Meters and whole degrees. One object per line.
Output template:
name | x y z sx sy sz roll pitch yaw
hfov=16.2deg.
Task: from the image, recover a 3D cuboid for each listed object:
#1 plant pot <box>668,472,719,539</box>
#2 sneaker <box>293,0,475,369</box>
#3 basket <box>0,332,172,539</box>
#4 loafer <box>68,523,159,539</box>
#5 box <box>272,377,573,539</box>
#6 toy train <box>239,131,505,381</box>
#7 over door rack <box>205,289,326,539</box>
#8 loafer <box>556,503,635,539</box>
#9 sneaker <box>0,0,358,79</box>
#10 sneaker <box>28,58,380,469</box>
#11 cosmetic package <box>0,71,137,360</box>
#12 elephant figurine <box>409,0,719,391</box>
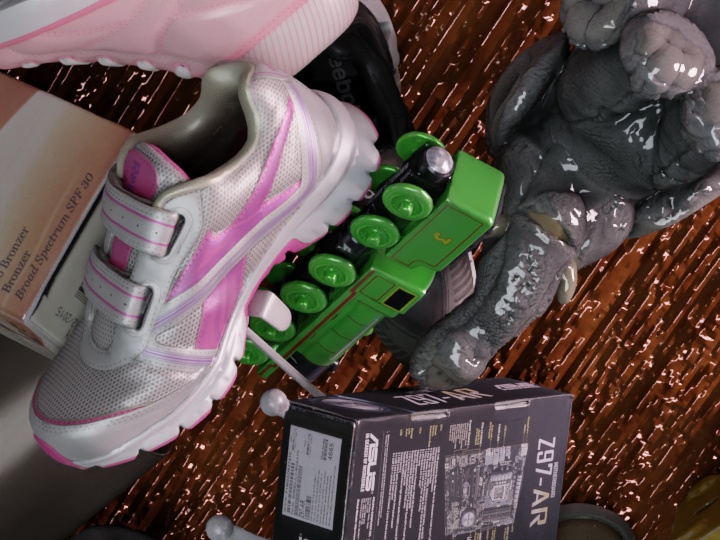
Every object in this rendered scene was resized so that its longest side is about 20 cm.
plant pot | 0.243 0.168 1.165 0.194 0.196 0.200 -35 92 15
sneaker | 0.004 -0.035 1.185 0.066 0.091 0.201 -15 103 12
basket | -0.204 0.088 1.228 0.200 0.136 0.181 -31 69 8
loafer | -0.160 0.203 1.256 0.073 0.072 0.200 22 132 -18
box | 0.024 0.155 1.165 0.043 0.160 0.201 13 101 40
toy train | 0.000 0.000 1.147 0.056 0.042 0.200 26 145 -16
over door rack | -0.053 0.112 1.158 0.066 0.200 0.148 9 65 28
loafer | 0.093 0.217 1.256 0.075 0.070 0.201 7 107 5
sneaker | -0.094 -0.108 1.112 0.199 0.075 0.105 -20 124 11
sneaker | -0.083 -0.010 1.073 0.200 0.081 0.088 -56 133 -9
cosmetic package | -0.187 -0.042 1.156 0.199 0.087 0.104 23 79 26
elephant figurine | 0.105 -0.055 1.154 0.200 0.155 0.142 -47 59 42
